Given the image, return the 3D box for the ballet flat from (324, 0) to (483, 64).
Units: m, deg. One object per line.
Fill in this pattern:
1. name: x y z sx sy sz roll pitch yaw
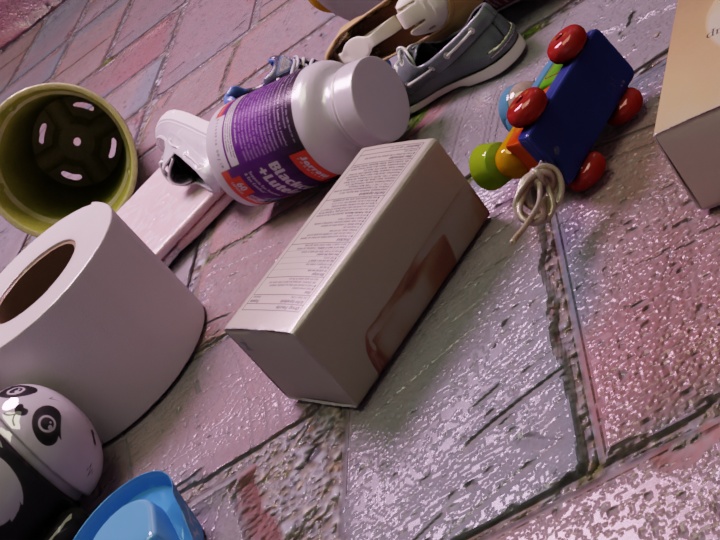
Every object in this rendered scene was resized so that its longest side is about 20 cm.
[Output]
1. ballet flat: 0.042 -0.241 1.258 0.199 0.069 0.063 -27 9 41

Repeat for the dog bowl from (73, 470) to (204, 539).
1. dog bowl: -0.157 0.227 0.911 0.111 0.050 0.200 -39 26 6

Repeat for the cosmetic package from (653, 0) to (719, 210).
1. cosmetic package: 0.266 -0.143 0.861 0.104 0.071 0.201 -22 32 35

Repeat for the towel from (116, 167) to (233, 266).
1. towel: -0.218 -0.069 1.471 0.191 0.032 0.199 -48 28 -12

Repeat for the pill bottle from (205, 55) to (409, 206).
1. pill bottle: -0.050 -0.139 1.255 0.199 0.112 0.112 -17 35 42

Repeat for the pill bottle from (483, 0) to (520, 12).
1. pill bottle: 0.134 -0.318 1.269 0.199 0.113 0.114 -21 32 36

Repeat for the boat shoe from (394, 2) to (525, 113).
1. boat shoe: 0.067 -0.205 1.247 0.199 0.062 0.073 -16 36 43

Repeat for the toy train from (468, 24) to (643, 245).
1. toy train: 0.122 -0.087 0.975 0.115 0.085 0.201 -19 32 58

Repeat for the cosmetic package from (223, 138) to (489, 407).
1. cosmetic package: 0.000 0.000 0.996 0.103 0.087 0.201 2 48 54

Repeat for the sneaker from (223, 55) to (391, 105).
1. sneaker: -0.062 -0.193 1.373 0.198 0.086 0.077 -21 31 21

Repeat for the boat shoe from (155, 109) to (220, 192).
1. boat shoe: -0.188 -0.124 1.416 0.069 0.072 0.199 -47 37 -14

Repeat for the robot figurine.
1. robot figurine: -0.312 0.191 1.094 0.200 0.150 0.125 -47 13 -10

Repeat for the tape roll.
1. tape roll: -0.267 0.055 1.227 0.202 0.139 0.203 -32 26 18

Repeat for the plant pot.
1. plant pot: -0.387 -0.157 1.697 0.200 0.201 0.184 -39 14 5

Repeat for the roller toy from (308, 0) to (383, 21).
1. roller toy: 0.018 -0.386 1.463 0.180 0.202 0.140 -1 34 2
